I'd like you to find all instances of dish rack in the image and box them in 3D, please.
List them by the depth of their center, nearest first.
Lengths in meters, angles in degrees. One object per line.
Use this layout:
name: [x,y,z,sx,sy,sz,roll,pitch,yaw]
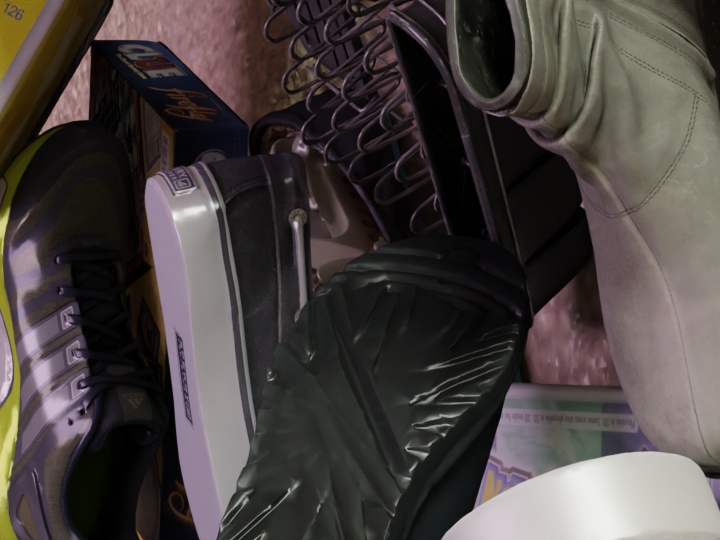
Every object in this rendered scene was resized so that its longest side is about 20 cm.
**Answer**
dish rack: [0.004,-0.081,0.956,0.200,0.055,0.154,41,157,40]

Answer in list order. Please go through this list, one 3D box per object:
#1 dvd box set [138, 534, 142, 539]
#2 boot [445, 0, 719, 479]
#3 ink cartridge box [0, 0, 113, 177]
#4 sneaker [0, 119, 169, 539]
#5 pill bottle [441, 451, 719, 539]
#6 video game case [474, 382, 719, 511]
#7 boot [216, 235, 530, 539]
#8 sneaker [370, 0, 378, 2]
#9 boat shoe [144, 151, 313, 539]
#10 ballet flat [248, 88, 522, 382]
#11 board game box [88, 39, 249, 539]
dvd box set: [-0.066,0.086,1.226,0.200,0.029,0.146,115,148,-40]
boot: [0.070,-0.038,0.812,0.068,0.131,0.200,-21,66,32]
ink cartridge box: [-0.137,-0.111,1.135,0.200,0.047,0.198,-60,2,-12]
sneaker: [-0.114,0.036,1.120,0.081,0.074,0.200,14,106,46]
pill bottle: [0.092,0.161,0.772,0.114,0.114,0.200,-54,46,50]
video game case: [0.062,0.130,0.916,0.200,0.023,0.183,-1,88,53]
boot: [0.008,0.109,0.885,0.168,0.076,0.200,80,-153,-44]
sneaker: [0.023,-0.146,0.973,0.091,0.066,0.200,53,165,-19]
boat shoe: [-0.034,0.050,0.997,0.072,0.068,0.200,-136,36,-65]
ballet flat: [0.000,0.000,1.049,0.200,0.073,0.073,-115,36,-43]
board game box: [-0.090,0.011,1.177,0.135,0.035,0.200,-135,45,-60]
